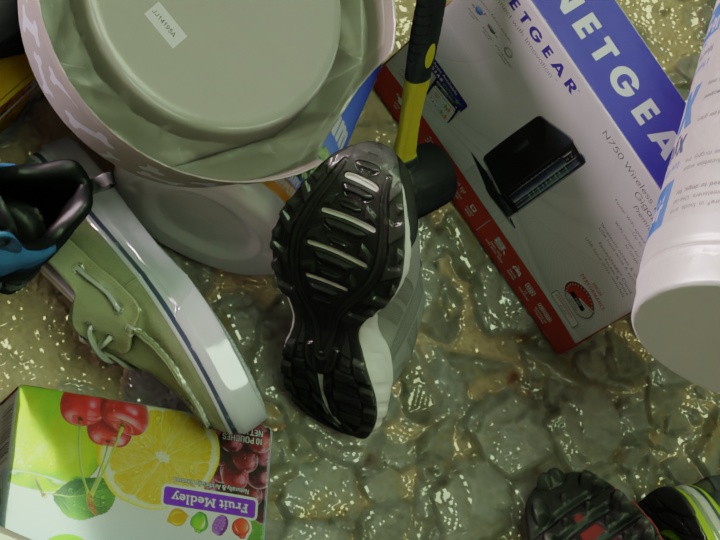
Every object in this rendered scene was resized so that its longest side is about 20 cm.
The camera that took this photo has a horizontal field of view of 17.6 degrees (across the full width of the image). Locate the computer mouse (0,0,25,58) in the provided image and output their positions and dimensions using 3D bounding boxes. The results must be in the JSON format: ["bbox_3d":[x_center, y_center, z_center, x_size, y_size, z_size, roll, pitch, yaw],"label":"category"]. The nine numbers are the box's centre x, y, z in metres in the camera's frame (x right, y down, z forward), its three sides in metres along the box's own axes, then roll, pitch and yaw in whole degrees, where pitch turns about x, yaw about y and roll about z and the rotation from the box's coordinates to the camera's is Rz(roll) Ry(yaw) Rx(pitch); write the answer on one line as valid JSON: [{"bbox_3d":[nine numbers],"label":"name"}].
[{"bbox_3d":[-0.208,-0.137,1.173,0.200,0.053,0.139,-31,86,-28],"label":"computer mouse"}]

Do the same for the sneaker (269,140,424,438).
[{"bbox_3d":[0.000,0.000,1.238,0.074,0.200,0.079,24,52,15],"label":"sneaker"}]

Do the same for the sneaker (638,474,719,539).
[{"bbox_3d":[0.239,0.203,1.331,0.081,0.074,0.200,-22,84,-30],"label":"sneaker"}]

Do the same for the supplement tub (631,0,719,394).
[{"bbox_3d":[0.220,-0.047,1.168,0.132,0.132,0.200,27,64,-13],"label":"supplement tub"}]

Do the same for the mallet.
[{"bbox_3d":[0.023,-0.097,1.276,0.066,0.200,0.041,-29,56,-24],"label":"mallet"}]

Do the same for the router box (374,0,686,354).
[{"bbox_3d":[0.110,-0.069,1.303,0.049,0.179,0.200,-33,87,-29],"label":"router box"}]

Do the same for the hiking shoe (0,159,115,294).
[{"bbox_3d":[-0.212,-0.018,1.121,0.200,0.087,0.074,-25,81,-54],"label":"hiking shoe"}]

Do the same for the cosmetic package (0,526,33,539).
[{"bbox_3d":[-0.167,0.184,1.104,0.200,0.073,0.104,25,67,-7],"label":"cosmetic package"}]

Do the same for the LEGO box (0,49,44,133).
[{"bbox_3d":[-0.250,-0.159,1.236,0.200,0.077,0.149,47,61,-3],"label":"LEGO box"}]

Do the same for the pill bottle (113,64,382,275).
[{"bbox_3d":[-0.050,-0.108,1.286,0.112,0.112,0.200,28,65,-12],"label":"pill bottle"}]

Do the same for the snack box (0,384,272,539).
[{"bbox_3d":[-0.124,0.169,1.196,0.142,0.053,0.200,11,70,-19],"label":"snack box"}]

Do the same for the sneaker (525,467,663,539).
[{"bbox_3d":[0.157,0.201,1.298,0.071,0.098,0.201,-30,63,-16],"label":"sneaker"}]

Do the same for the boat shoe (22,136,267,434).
[{"bbox_3d":[-0.124,0.017,1.229,0.062,0.072,0.200,-35,66,-11],"label":"boat shoe"}]

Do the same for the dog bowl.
[{"bbox_3d":[-0.082,-0.133,1.175,0.200,0.059,0.201,8,73,-27],"label":"dog bowl"}]
